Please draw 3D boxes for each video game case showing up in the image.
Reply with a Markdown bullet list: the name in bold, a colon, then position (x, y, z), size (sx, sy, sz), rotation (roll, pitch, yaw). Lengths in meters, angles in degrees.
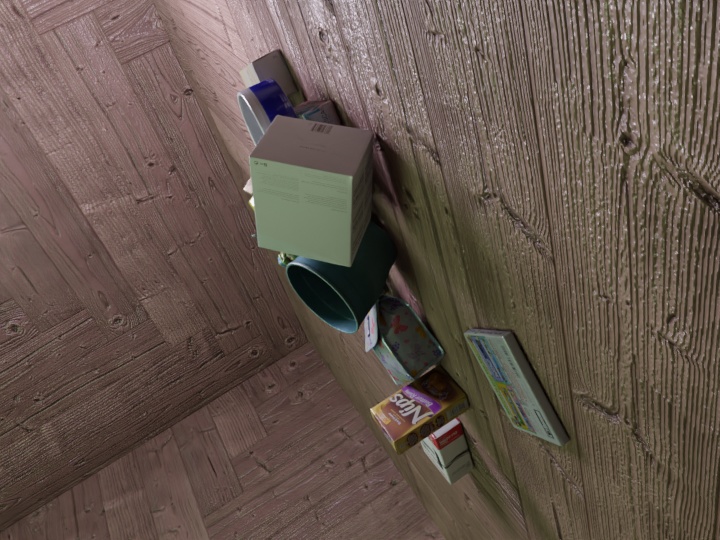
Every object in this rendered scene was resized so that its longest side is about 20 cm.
- **video game case**: position (0.261, 0.193, 1.163), size (0.202, 0.022, 0.182), rotation (61, 168, -3)

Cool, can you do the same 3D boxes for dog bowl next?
- **dog bowl**: position (-0.181, -0.294, 1.428), size (0.202, 0.078, 0.201), rotation (60, 168, 20)

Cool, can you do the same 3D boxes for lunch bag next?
- **lunch bag**: position (0.079, 0.155, 1.573), size (0.202, 0.126, 0.170), rotation (55, 165, 4)

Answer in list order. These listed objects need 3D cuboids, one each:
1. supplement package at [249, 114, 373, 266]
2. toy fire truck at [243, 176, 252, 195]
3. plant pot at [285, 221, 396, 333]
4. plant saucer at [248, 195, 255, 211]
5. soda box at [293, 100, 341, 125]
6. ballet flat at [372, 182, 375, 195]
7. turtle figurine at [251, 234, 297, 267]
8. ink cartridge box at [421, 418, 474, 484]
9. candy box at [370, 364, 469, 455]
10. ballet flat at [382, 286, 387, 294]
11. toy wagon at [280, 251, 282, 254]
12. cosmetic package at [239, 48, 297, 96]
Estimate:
- **supplement package**: position (-0.083, -0.146, 1.237), size (0.187, 0.148, 0.202), rotation (12, 134, 11)
- **toy fire truck**: position (-0.211, -0.275, 1.653), size (0.176, 0.127, 0.203), rotation (45, 140, 44)
- **plant pot**: position (-0.025, -0.004, 1.447), size (0.199, 0.188, 0.201), rotation (35, 156, 18)
- **plant saucer**: position (-0.114, -0.141, 1.431), size (0.200, 0.197, 0.049), rotation (48, 144, 45)
- **soda box**: position (-0.102, -0.310, 1.408), size (0.064, 0.068, 0.200), rotation (65, 169, -19)
- **ballet flat**: position (-0.029, -0.219, 1.367), size (0.201, 0.067, 0.073), rotation (-126, 32, -47)
- **turtle figurine**: position (-0.151, -0.103, 1.648), size (0.202, 0.192, 0.144), rotation (58, -167, -4)
- **ink cartridge box**: position (0.214, 0.442, 1.797), size (0.144, 0.083, 0.202), rotation (44, 160, 52)
- **candy box**: position (0.135, 0.317, 1.551), size (0.117, 0.198, 0.057), rotation (46, 163, 47)
- **ballet flat**: position (-0.004, 0.021, 1.755), size (0.200, 0.075, 0.068), rotation (48, 167, 49)
- **toy wagon**: position (-0.118, -0.054, 1.783), size (0.039, 0.198, 0.158), rotation (-31, 78, 47)
- **cosmetic package**: position (-0.220, -0.445, 1.593), size (0.105, 0.072, 0.200), rotation (64, 169, -16)
